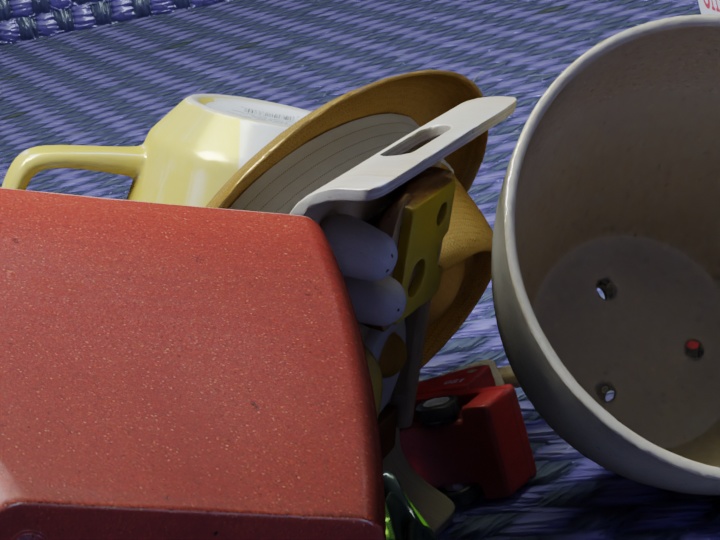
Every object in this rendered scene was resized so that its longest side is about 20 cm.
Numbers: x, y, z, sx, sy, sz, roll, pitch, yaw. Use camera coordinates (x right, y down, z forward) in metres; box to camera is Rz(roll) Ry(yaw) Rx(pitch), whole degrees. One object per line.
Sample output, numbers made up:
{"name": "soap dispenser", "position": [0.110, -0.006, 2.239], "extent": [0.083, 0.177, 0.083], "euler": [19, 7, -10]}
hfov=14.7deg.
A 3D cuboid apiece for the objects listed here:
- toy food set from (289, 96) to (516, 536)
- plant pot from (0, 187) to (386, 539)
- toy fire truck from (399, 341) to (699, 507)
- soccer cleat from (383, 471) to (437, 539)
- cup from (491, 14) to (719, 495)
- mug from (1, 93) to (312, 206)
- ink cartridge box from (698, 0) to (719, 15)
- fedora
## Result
{"name": "toy food set", "position": [0.017, 0.037, 1.150], "extent": [0.060, 0.201, 0.143], "euler": [18, 26, 21]}
{"name": "plant pot", "position": [-0.094, 0.100, 0.945], "extent": [0.198, 0.201, 0.176], "euler": [5, 22, -24]}
{"name": "toy fire truck", "position": [0.053, 0.065, 1.319], "extent": [0.199, 0.049, 0.141], "euler": [-8, 13, 32]}
{"name": "soccer cleat", "position": [0.008, 0.130, 1.005], "extent": [0.067, 0.082, 0.200], "euler": [-15, 12, 0]}
{"name": "cup", "position": [0.138, 0.011, 1.194], "extent": [0.199, 0.201, 0.143], "euler": [-19, -13, -19]}
{"name": "mug", "position": [-0.074, -0.006, 1.400], "extent": [0.186, 0.154, 0.149], "euler": [1, 14, -46]}
{"name": "ink cartridge box", "position": [0.232, -0.061, 1.306], "extent": [0.087, 0.201, 0.145], "euler": [-16, 13, -7]}
{"name": "fedora", "position": [0.000, 0.000, 1.274], "extent": [0.200, 0.201, 0.082], "euler": [-24, 59, -37]}
